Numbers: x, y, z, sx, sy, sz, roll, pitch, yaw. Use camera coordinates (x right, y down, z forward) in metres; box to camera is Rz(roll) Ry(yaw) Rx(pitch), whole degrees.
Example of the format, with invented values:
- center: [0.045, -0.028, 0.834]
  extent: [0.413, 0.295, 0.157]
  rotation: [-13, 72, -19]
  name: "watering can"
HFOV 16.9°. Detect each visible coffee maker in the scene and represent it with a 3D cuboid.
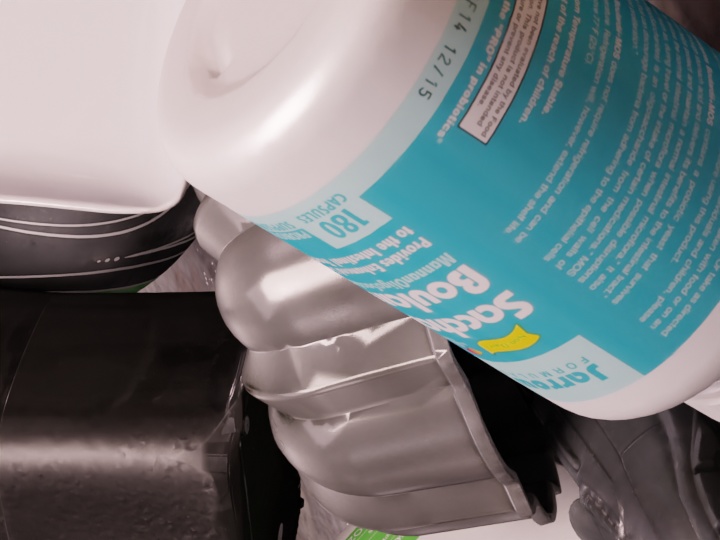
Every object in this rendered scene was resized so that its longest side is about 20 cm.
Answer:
- center: [-0.130, 0.054, 0.949]
  extent: [0.135, 0.199, 0.193]
  rotation: [-55, -33, -75]
  name: "coffee maker"

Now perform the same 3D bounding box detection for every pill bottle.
- center: [0.050, -0.029, 0.677]
  extent: [0.200, 0.111, 0.111]
  rotation: [31, 172, -28]
  name: "pill bottle"

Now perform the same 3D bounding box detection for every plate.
- center: [-0.151, -0.116, 0.934]
  extent: [0.032, 0.199, 0.201]
  rotation: [69, -155, -71]
  name: "plate"

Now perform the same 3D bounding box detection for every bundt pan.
- center: [0.000, 0.000, 0.820]
  extent: [0.202, 0.076, 0.203]
  rotation: [-18, -90, -79]
  name: "bundt pan"

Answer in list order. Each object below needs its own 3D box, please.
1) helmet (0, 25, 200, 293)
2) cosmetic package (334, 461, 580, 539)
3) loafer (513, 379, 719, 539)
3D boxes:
- center: [-0.151, -0.066, 1.042]
  extent: [0.200, 0.190, 0.201]
  rotation: [-4, -90, -85]
  name: "helmet"
- center: [0.065, 0.134, 0.871]
  extent: [0.085, 0.108, 0.200]
  rotation: [50, 161, -20]
  name: "cosmetic package"
- center: [0.101, 0.069, 0.760]
  extent: [0.071, 0.068, 0.201]
  rotation: [-64, 33, 29]
  name: "loafer"
